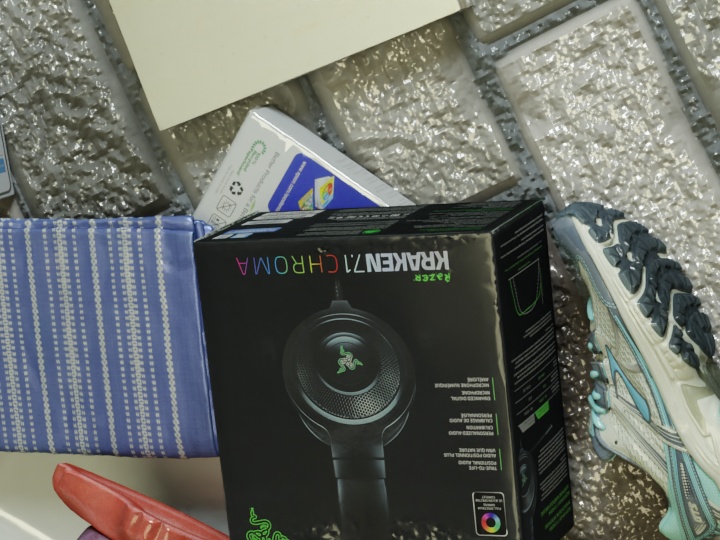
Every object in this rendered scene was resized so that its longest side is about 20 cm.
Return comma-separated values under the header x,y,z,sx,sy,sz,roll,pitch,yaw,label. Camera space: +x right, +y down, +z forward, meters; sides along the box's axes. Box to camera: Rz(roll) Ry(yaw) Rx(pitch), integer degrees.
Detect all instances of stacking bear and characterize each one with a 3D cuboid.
x,y,z,sx,sy,sz,roll,pitch,yaw,label
-0.148,0.229,1.304,0.121,0.114,0.200,22,85,49,stacking bear

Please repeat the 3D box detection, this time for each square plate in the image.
x,y,z,sx,sy,sz,roll,pitch,yaw,label
-0.142,0.122,1.389,0.198,0.028,0.200,32,110,13,square plate

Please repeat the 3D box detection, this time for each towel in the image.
x,y,z,sx,sy,sz,roll,pitch,yaw,label
-0.170,0.038,1.357,0.199,0.024,0.145,0,104,24,towel

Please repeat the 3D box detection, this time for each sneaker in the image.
x,y,z,sx,sy,sz,roll,pitch,yaw,label
0.149,0.059,1.241,0.086,0.078,0.200,-31,89,26,sneaker

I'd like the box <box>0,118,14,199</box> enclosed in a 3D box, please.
x,y,z,sx,sy,sz,roll,pitch,yaw,label
-0.283,-0.132,1.374,0.116,0.060,0.201,-7,98,22,box

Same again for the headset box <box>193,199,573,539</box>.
x,y,z,sx,sy,sz,roll,pitch,yaw,label
0.014,0.070,1.248,0.174,0.093,0.201,-1,102,23,headset box

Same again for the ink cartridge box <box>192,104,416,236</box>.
x,y,z,sx,sy,sz,roll,pitch,yaw,label
0.000,0.000,1.307,0.200,0.037,0.095,36,111,13,ink cartridge box

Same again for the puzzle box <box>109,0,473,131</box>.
x,y,z,sx,sy,sz,roll,pitch,yaw,label
-0.049,-0.173,1.296,0.200,0.025,0.133,-19,93,23,puzzle box
